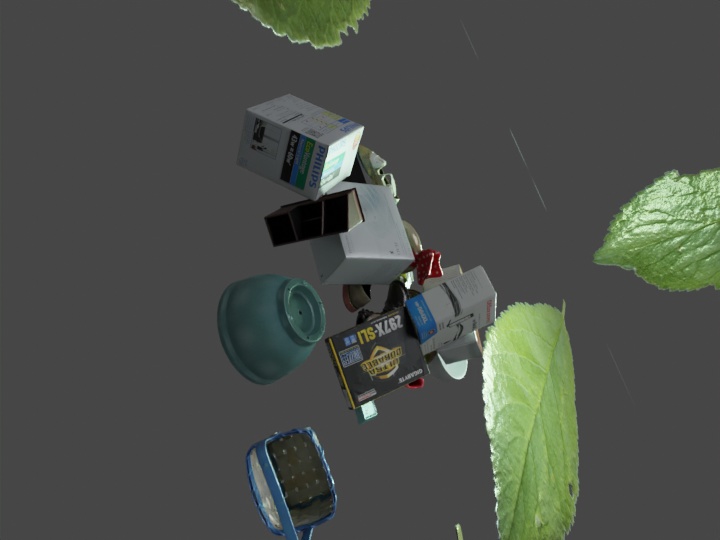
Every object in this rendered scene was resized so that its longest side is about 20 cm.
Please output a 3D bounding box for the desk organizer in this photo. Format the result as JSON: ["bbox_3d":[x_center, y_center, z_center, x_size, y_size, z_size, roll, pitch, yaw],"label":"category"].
[{"bbox_3d":[-0.097,-0.107,1.333,0.077,0.195,0.074,-39,115,-56],"label":"desk organizer"}]

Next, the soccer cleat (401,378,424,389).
[{"bbox_3d":[0.081,0.236,1.519,0.199,0.072,0.070,36,70,-50],"label":"soccer cleat"}]

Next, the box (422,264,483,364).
[{"bbox_3d":[0.234,0.115,1.637,0.152,0.103,0.206,50,27,-65],"label":"box"}]

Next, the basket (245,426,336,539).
[{"bbox_3d":[-0.113,0.351,1.051,0.200,0.135,0.181,79,-8,-85],"label":"basket"}]

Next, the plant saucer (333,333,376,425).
[{"bbox_3d":[-0.009,0.238,1.446,0.069,0.019,0.206,-1,71,-60],"label":"plant saucer"}]

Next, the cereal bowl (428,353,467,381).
[{"bbox_3d":[0.212,0.209,1.769,0.199,0.082,0.205,39,40,-42],"label":"cereal bowl"}]

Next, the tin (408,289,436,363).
[{"bbox_3d":[0.134,0.150,1.659,0.042,0.108,0.206,98,-16,-69],"label":"tin"}]

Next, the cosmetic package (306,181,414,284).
[{"bbox_3d":[-0.008,-0.084,1.468,0.195,0.123,0.204,0,61,-35],"label":"cosmetic package"}]

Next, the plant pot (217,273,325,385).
[{"bbox_3d":[-0.148,0.093,1.190,0.199,0.132,0.205,38,40,-41],"label":"plant pot"}]

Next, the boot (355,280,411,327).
[{"bbox_3d":[0.052,0.114,1.555,0.172,0.068,0.207,17,72,-53],"label":"boot"}]

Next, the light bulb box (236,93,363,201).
[{"bbox_3d":[-0.126,-0.269,1.375,0.196,0.127,0.198,25,31,12],"label":"light bulb box"}]

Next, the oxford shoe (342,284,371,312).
[{"bbox_3d":[0.000,0.000,1.558,0.070,0.073,0.205,31,46,-46],"label":"oxford shoe"}]

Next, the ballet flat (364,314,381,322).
[{"bbox_3d":[0.084,0.158,1.502,0.199,0.066,0.070,36,69,-46],"label":"ballet flat"}]

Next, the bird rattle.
[{"bbox_3d":[0.100,-0.039,1.542,0.111,0.198,0.167,-24,95,-31],"label":"bird rattle"}]

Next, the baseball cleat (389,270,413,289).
[{"bbox_3d":[0.093,-0.035,1.761,0.106,0.068,0.207,-3,83,-66],"label":"baseball cleat"}]

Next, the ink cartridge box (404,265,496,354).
[{"bbox_3d":[0.209,0.094,1.476,0.147,0.195,0.086,70,-5,-59],"label":"ink cartridge box"}]

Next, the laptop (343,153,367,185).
[{"bbox_3d":[0.001,-0.251,1.684,0.199,0.114,0.192,-14,83,-60],"label":"laptop"}]

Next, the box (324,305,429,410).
[{"bbox_3d":[0.037,0.189,1.411,0.195,0.049,0.164,-19,84,-21],"label":"box"}]

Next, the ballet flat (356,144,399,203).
[{"bbox_3d":[0.055,-0.276,1.842,0.070,0.069,0.205,-32,99,-60],"label":"ballet flat"}]
